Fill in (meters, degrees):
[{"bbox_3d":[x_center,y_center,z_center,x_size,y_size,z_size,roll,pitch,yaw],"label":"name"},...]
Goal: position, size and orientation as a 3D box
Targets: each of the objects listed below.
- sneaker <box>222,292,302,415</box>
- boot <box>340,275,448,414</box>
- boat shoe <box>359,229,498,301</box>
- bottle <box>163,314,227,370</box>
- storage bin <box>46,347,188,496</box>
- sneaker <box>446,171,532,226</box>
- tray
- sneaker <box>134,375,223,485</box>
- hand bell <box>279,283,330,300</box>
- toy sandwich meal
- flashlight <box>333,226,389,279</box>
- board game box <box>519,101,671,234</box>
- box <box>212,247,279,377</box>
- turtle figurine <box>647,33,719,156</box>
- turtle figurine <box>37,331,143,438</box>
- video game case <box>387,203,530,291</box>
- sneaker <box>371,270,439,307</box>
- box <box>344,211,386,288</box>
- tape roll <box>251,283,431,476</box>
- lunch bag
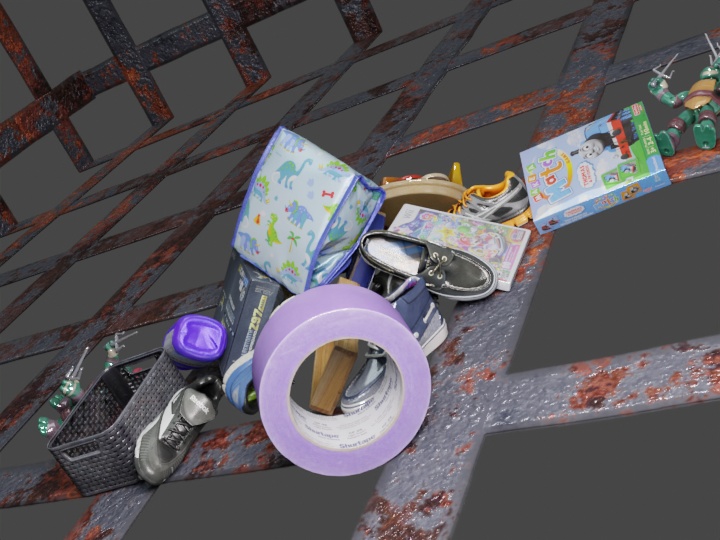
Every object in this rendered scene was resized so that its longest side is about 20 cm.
[{"bbox_3d":[-0.108,0.123,1.372,0.201,0.078,0.089,-52,36,3],"label":"sneaker"},{"bbox_3d":[0.030,0.096,1.260,0.072,0.091,0.200,-2,34,48],"label":"boot"},{"bbox_3d":[0.088,-0.008,1.313,0.196,0.070,0.057,16,-3,11],"label":"boat shoe"},{"bbox_3d":[-0.264,0.117,1.511,0.200,0.082,0.067,150,133,-66],"label":"bottle"},{"bbox_3d":[-0.347,0.220,1.432,0.133,0.095,0.201,-19,24,26],"label":"storage bin"},{"bbox_3d":[0.174,-0.089,1.517,0.197,0.078,0.079,-24,23,15],"label":"sneaker"},{"bbox_3d":[-0.033,0.099,1.332,0.201,0.036,0.100,-90,21,-65],"label":"tray"},{"bbox_3d":[-0.246,0.210,1.349,0.090,0.066,0.201,-42,11,32],"label":"sneaker"},{"bbox_3d":[-0.121,-0.024,1.559,0.103,0.202,0.104,-23,21,9],"label":"hand bell"},{"bbox_3d":[0.090,-0.126,1.592,0.202,0.204,0.072,-14,69,32],"label":"toy sandwich meal"},{"bbox_3d":[-0.020,-0.055,1.686,0.199,0.069,0.067,-37,24,-22],"label":"flashlight"},{"bbox_3d":[0.340,-0.151,1.435,0.197,0.037,0.153,-23,44,21],"label":"board game box"},{"bbox_3d":[-0.186,0.063,1.526,0.050,0.160,0.200,13,13,-18],"label":"box"},{"bbox_3d":[0.509,-0.264,1.468,0.149,0.100,0.202,-29,30,54],"label":"turtle figurine"},{"bbox_3d":[-0.433,0.190,1.583,0.199,0.101,0.150,-39,0,20],"label":"turtle figurine"},{"bbox_3d":[0.135,-0.036,1.400,0.196,0.018,0.144,13,37,16],"label":"video game case"},{"bbox_3d":[0.061,0.010,1.438,0.096,0.072,0.201,-20,24,13],"label":"sneaker"},{"bbox_3d":[0.000,0.000,1.491,0.032,0.123,0.201,19,26,-5],"label":"box"},{"bbox_3d":[-0.023,0.125,1.113,0.198,0.202,0.085,-28,20,-2],"label":"tape roll"},{"bbox_3d":[-0.085,-0.078,1.440,0.169,0.127,0.202,33,94,29],"label":"lunch bag"}]
